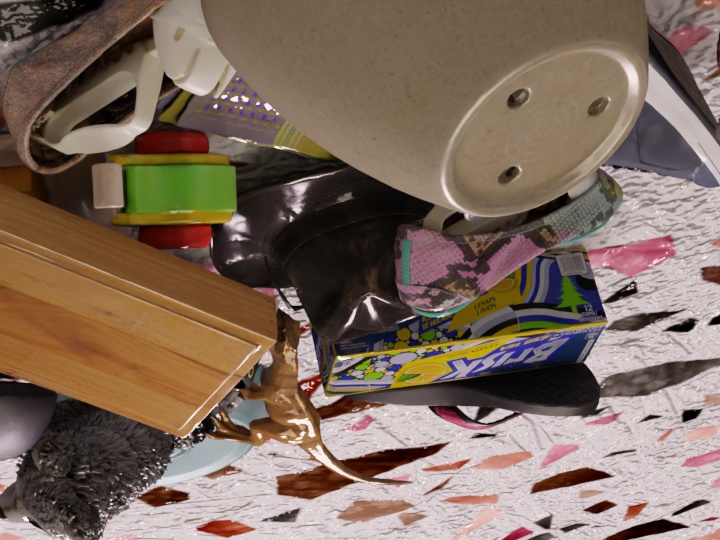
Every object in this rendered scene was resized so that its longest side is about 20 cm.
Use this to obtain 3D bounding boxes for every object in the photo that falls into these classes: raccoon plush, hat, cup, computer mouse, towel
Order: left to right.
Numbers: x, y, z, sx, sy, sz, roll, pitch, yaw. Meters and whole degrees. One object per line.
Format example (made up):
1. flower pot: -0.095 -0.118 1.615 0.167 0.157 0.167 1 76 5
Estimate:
1. computer mouse: -0.257 0.096 1.056 0.138 0.053 0.200 6 175 -30
2. raccoon plush: -0.160 0.110 1.117 0.200 0.097 0.134 -43 -174 -16
3. towel: -0.001 -0.122 0.874 0.144 0.023 0.200 13 143 -41
4. hat: 0.000 0.000 1.029 0.200 0.081 0.201 -12 159 -4
5. cup: 0.047 -0.108 0.728 0.200 0.143 0.200 -21 146 -15

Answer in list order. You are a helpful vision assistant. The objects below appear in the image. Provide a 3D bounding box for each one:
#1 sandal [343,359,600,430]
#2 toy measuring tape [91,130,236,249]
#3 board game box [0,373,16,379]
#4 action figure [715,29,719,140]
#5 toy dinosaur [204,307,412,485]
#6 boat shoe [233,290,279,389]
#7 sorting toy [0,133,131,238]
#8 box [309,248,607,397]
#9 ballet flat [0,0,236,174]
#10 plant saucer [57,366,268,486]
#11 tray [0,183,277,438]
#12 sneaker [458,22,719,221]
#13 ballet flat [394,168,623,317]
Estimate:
1. sandal: 0.080 0.088 1.223 0.200 0.075 0.045 2 123 14
2. toy measuring tape: -0.101 -0.044 0.880 0.074 0.074 0.200 -12 -179 -3
3. board game box: -0.179 0.044 1.039 0.126 0.035 0.200 -15 166 36
4. action figure: 0.247 -0.155 0.825 0.200 0.105 0.193 -22 146 9
5. toy dinosaur: -0.048 0.106 1.143 0.106 0.060 0.200 8 143 29
6. boat shoe: -0.131 0.021 0.941 0.074 0.063 0.201 4 166 46
7. sorting toy: -0.239 -0.017 0.954 0.200 0.037 0.185 -11 153 -4
8. box: 0.069 0.037 1.169 0.200 0.064 0.070 -6 153 -12
9. ballet flat: -0.099 -0.105 0.808 0.200 0.067 0.068 -30 142 30
10. plant saucer: -0.155 0.127 1.275 0.200 0.036 0.200 -11 153 -6
11. tray: -0.155 0.021 0.873 0.200 0.037 0.099 24 128 -27
12. sneaker: 0.126 -0.075 0.946 0.146 0.077 0.202 -33 144 19
13. ballet flat: 0.095 -0.040 0.995 0.200 0.069 0.071 -29 124 -38
